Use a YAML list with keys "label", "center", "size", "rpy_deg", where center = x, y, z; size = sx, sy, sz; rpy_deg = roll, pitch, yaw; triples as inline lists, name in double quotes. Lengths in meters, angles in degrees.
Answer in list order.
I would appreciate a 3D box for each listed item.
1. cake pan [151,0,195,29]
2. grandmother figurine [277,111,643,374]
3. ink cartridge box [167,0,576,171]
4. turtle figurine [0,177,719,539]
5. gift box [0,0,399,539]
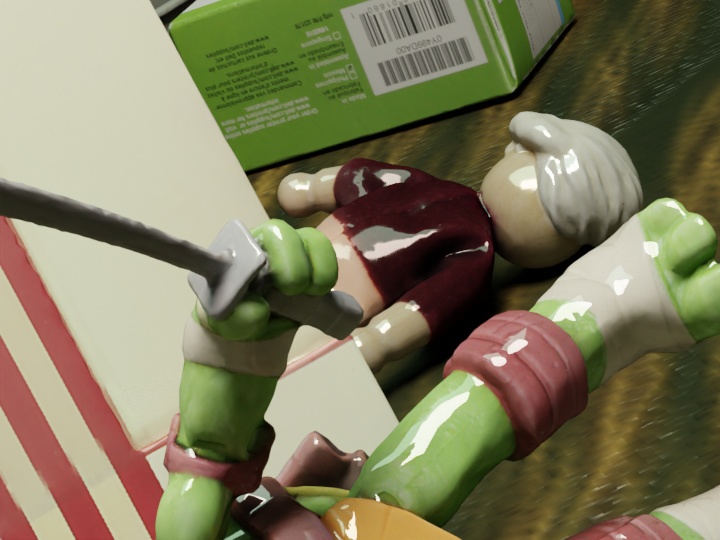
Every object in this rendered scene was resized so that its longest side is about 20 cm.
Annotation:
- label: "cake pan"
  center: [-0.159, -0.120, 1.552]
  size: [0.199, 0.037, 0.200]
  rpy_deg: [-21, 17, 7]
- label: "grandmother figurine"
  center: [0.000, 0.000, 0.956]
  size: [0.199, 0.061, 0.122]
  rpy_deg: [-21, 44, -3]
- label: "ink cartridge box"
  center: [0.023, -0.130, 1.285]
  size: [0.147, 0.076, 0.200]
  rpy_deg: [-15, 17, 27]
- label: "turtle figurine"
  center: [0.021, 0.057, 0.603]
  size: [0.193, 0.201, 0.144]
  rpy_deg: [-26, 51, -26]
- label: "gift box"
  center: [-0.103, 0.034, 0.769]
  size: [0.184, 0.187, 0.200]
  rpy_deg: [-29, -2, -14]
